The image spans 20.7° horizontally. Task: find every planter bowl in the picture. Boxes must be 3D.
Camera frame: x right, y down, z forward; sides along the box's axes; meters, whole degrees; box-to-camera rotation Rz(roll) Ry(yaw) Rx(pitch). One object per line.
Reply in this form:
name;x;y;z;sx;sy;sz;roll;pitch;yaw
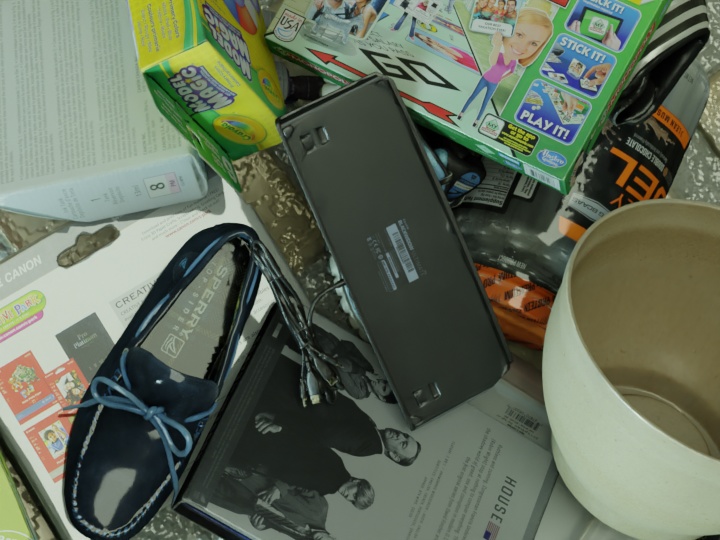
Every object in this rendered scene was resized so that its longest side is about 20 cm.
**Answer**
planter bowl;0.190;0.075;1.156;0.200;0.135;0.200;12;47;-13

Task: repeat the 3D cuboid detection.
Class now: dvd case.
dvd case;0.009;0.124;1.142;0.200;0.025;0.150;31;57;-9

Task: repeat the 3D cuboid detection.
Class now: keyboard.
keyboard;0.000;0.000;1.128;0.127;0.021;0.200;-27;103;-14

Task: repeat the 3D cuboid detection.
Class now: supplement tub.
supplement tub;0.132;-0.056;1.251;0.122;0.123;0.200;27;79;-9

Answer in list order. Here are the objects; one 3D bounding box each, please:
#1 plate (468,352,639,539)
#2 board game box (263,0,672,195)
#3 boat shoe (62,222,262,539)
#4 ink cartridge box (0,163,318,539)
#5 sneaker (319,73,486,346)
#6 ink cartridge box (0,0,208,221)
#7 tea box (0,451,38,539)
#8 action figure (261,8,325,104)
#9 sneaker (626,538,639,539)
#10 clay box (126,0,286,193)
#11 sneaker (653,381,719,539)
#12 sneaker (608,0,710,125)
plate;0.068;0.141;1.217;0.199;0.032;0.200;32;72;18
board game box;0.062;-0.147;1.146;0.200;0.029;0.135;27;81;14
boat shoe;-0.117;0.058;1.120;0.084;0.069;0.200;21;78;-10
ink cartridge box;-0.134;0.048;1.196;0.200;0.084;0.176;-31;91;-15
sneaker;0.030;-0.041;1.181;0.090;0.078;0.200;-2;99;23
ink cartridge box;-0.198;-0.098;1.185;0.200;0.057;0.163;-13;53;5
tea box;-0.245;0.171;1.096;0.133;0.200;0.197;-24;90;-14
action figure;-0.002;-0.130;1.259;0.200;0.069;0.130;5;76;-17
sneaker;0.139;0.164;1.259;0.078;0.079;0.200;-29;69;-7
clay box;-0.094;-0.153;1.146;0.048;0.115;0.200;-23;59;13
sneaker;0.210;0.112;1.279;0.114;0.076;0.200;16;78;-10
sneaker;0.112;-0.136;1.178;0.200;0.076;0.116;-16;63;10
